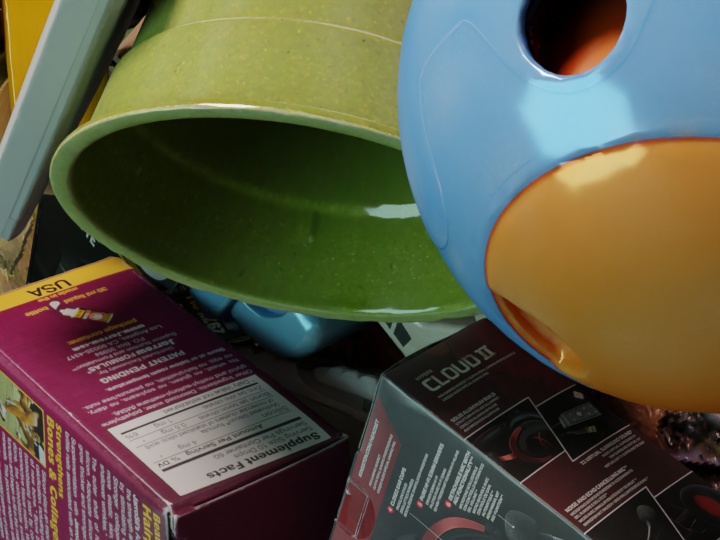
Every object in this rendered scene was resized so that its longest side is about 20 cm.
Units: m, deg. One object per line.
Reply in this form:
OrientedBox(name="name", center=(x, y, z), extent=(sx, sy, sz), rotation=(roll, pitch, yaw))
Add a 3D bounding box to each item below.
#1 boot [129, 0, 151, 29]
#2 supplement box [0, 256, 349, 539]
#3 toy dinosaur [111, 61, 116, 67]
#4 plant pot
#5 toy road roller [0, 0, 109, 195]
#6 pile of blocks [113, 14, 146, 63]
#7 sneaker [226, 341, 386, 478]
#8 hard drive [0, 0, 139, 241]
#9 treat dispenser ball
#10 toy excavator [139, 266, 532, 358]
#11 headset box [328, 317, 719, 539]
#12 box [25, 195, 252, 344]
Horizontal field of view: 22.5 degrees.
OrientedBox(name="boot", center=(-0.135, -0.244, 1.006), extent=(0.151, 0.073, 0.200), rotation=(-12, 94, 59))
OrientedBox(name="supplement box", center=(-0.106, 0.099, 0.884), extent=(0.200, 0.103, 0.131), rotation=(35, 133, 40))
OrientedBox(name="toy dinosaur", center=(-0.102, -0.070, 1.002), extent=(0.200, 0.077, 0.103), rotation=(-154, 54, -68))
OrientedBox(name="plant pot", center=(-0.009, -0.102, 0.749), extent=(0.200, 0.200, 0.190), rotation=(-27, 47, 56))
OrientedBox(name="toy road roller", center=(-0.208, -0.134, 0.939), extent=(0.123, 0.146, 0.200), rotation=(-172, 75, -74))
OrientedBox(name="pile of blocks", center=(-0.070, -0.172, 0.919), extent=(0.062, 0.082, 0.200), rotation=(18, 91, 56))
OrientedBox(name="sneaker", center=(-0.030, 0.084, 0.935), extent=(0.200, 0.075, 0.082), rotation=(9, 90, 55))
OrientedBox(name="hard drive", center=(-0.112, -0.114, 0.778), extent=(0.200, 0.026, 0.132), rotation=(-52, 14, 53))
OrientedBox(name="treat dispenser ball", center=(0.112, -0.054, 0.571), extent=(0.201, 0.201, 0.201), rotation=(24, 120, 52))
OrientedBox(name="toy excavator", center=(0.000, 0.000, 0.881), extent=(0.200, 0.100, 0.194), rotation=(54, 142, 10))
OrientedBox(name="headset box", center=(0.070, 0.129, 0.770), extent=(0.200, 0.075, 0.149), rotation=(37, 131, 27))
OrientedBox(name="box", center=(-0.148, 0.041, 1.144), extent=(0.200, 0.049, 0.160), rotation=(51, 140, 35))
